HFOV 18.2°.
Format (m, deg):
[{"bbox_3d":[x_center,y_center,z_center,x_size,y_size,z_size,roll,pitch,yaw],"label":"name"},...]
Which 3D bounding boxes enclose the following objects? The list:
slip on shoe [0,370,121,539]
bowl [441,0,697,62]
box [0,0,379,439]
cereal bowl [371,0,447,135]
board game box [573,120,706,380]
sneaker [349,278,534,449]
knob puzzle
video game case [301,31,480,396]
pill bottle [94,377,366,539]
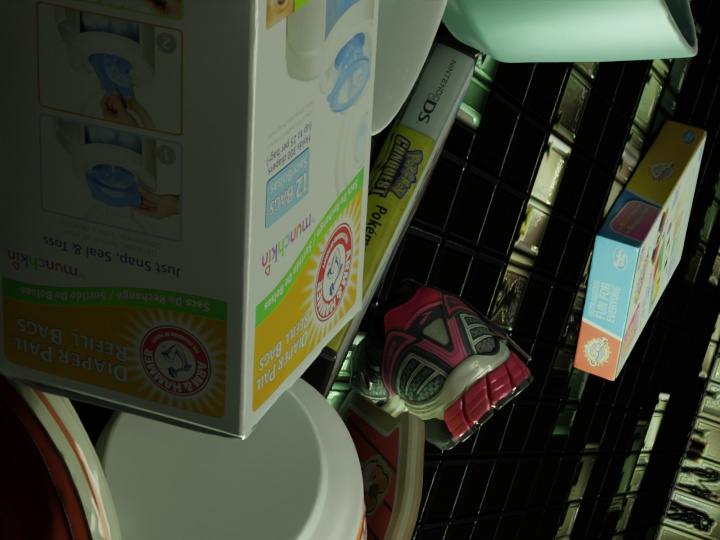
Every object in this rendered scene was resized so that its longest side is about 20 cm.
[{"bbox_3d":[-0.130,0.123,0.857,0.061,0.074,0.200,-13,120,-30],"label":"slip on shoe"},{"bbox_3d":[0.077,-0.179,1.060,0.201,0.105,0.201,-19,90,-76],"label":"bowl"},{"bbox_3d":[-0.060,-0.060,0.786,0.112,0.101,0.200,-46,144,-57],"label":"box"},{"bbox_3d":[-0.009,-0.160,0.898,0.200,0.083,0.200,16,90,-78],"label":"cereal bowl"},{"bbox_3d":[0.252,-0.020,2.020,0.200,0.040,0.153,-53,156,-48],"label":"board game box"},{"bbox_3d":[0.033,0.041,1.202,0.081,0.075,0.200,-39,-173,-13],"label":"sneaker"},{"bbox_3d":[-0.031,0.152,1.099,0.220,0.030,0.220,-52,-162,24],"label":"knob puzzle"},{"bbox_3d":[0.000,0.000,1.139,0.200,0.025,0.181,109,5,-66],"label":"video game case"},{"bbox_3d":[-0.054,0.100,0.941,0.200,0.113,0.113,87,24,-76],"label":"pill bottle"}]
